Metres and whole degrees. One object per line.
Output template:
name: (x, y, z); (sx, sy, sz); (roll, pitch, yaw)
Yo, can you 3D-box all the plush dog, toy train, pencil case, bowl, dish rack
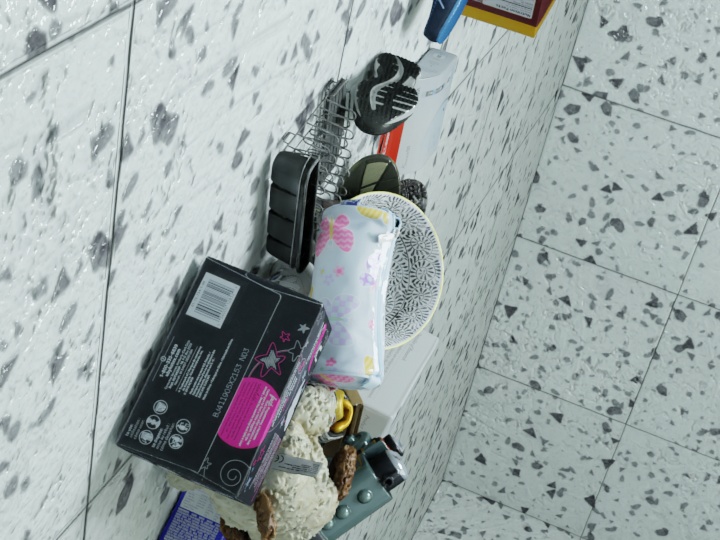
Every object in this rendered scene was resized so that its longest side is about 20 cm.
plush dog: (-0.085, 0.237, 1.333); (0.200, 0.161, 0.172); (-28, 144, 5)
toy train: (-0.030, 0.268, 1.462); (0.200, 0.085, 0.114); (-34, -165, 0)
pencil case: (-0.008, 0.029, 1.343); (0.083, 0.091, 0.200); (54, 42, -68)
bowl: (0.000, 0.000, 1.605); (0.201, 0.094, 0.201); (-1, 91, -35)
dish rack: (-0.045, -0.113, 1.392); (0.154, 0.054, 0.200); (100, 16, -44)

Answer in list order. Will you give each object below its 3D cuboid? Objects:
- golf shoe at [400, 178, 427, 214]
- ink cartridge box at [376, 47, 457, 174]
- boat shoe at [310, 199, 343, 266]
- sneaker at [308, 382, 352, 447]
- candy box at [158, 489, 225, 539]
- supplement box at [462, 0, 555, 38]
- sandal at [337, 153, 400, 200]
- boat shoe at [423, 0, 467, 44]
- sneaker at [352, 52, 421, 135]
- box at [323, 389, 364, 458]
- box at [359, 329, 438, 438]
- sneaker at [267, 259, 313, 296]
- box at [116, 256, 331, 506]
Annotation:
golf shoe: (0.043, -0.055, 1.837); (0.200, 0.078, 0.094); (-62, 175, 23)
ink cartridge box: (0.075, -0.205, 1.772); (0.200, 0.047, 0.160); (-56, 163, -53)
boat shoe: (-0.050, 0.010, 1.478); (0.072, 0.066, 0.201); (104, -4, -76)
sneaker: (-0.050, 0.181, 1.461); (0.200, 0.082, 0.078); (89, 4, -73)
candy box: (-0.158, 0.278, 1.495); (0.169, 0.077, 0.200); (76, 38, -67)
supplement box: (0.238, -0.485, 1.815); (0.200, 0.133, 0.197); (98, 17, -46)
sandal: (0.007, -0.086, 1.656); (0.201, 0.080, 0.057); (97, -9, -53)
boat shoe: (0.119, -0.392, 1.625); (0.084, 0.069, 0.200); (89, 24, -80)
sneaker: (0.030, -0.194, 1.503); (0.200, 0.074, 0.080); (-64, 175, -62)
box: (-0.050, 0.159, 1.597); (0.200, 0.021, 0.164); (-118, -149, -45)
box: (-0.006, 0.186, 1.804); (0.200, 0.131, 0.199); (-54, 171, -50)
sneaker: (-0.098, 0.035, 1.369); (0.075, 0.082, 0.200); (-42, -160, 26)
box: (-0.129, 0.110, 1.217); (0.115, 0.132, 0.200); (80, 33, -73)
